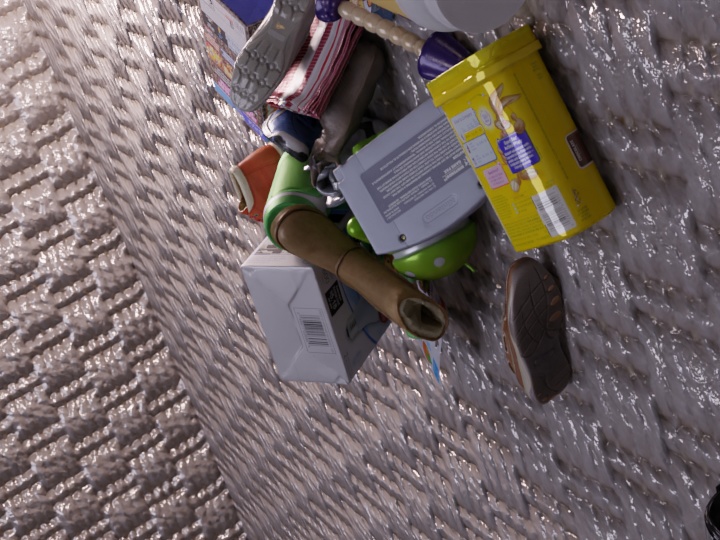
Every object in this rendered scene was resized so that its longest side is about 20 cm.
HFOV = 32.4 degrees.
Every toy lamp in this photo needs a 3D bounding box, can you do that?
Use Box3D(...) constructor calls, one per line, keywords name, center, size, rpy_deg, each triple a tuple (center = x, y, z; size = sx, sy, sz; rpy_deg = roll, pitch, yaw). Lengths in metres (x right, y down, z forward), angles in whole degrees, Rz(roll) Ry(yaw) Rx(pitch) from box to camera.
Box3D(name="toy lamp", center=(0.039, -0.263, 1.380), size=(0.199, 0.058, 0.059), rpy_deg=(34, 149, 27))

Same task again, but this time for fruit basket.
Box3D(name="fruit basket", center=(0.064, 0.030, 1.654), size=(0.187, 0.092, 0.202), rpy_deg=(87, 168, -50))

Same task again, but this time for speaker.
Box3D(name="speaker", center=(-0.083, -0.106, 1.710), size=(0.201, 0.087, 0.089), rpy_deg=(-81, -24, -60))

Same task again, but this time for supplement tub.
Box3D(name="supplement tub", center=(0.062, -0.312, 1.176), size=(0.200, 0.144, 0.147), rpy_deg=(39, 150, 49))

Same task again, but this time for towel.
Box3D(name="towel", center=(-0.062, -0.269, 1.568), size=(0.023, 0.146, 0.200), rpy_deg=(26, -179, -26))

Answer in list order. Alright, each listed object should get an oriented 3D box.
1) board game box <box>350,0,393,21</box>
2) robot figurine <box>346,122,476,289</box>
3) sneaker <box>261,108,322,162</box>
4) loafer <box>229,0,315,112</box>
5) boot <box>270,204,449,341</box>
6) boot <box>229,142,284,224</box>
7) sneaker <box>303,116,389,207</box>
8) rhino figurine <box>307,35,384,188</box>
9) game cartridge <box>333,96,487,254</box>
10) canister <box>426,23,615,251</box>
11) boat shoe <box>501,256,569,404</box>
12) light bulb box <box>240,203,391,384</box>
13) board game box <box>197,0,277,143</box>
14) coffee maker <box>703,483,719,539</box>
Box3D(name="board game box", center=(-0.006, -0.389, 1.407), size=(0.136, 0.034, 0.201), rpy_deg=(52, 158, 26))
Box3D(name="robot figurine", center=(0.068, -0.078, 1.506), size=(0.174, 0.115, 0.202), rpy_deg=(-22, 96, 39))
Box3D(name="sneaker", center=(-0.078, -0.208, 1.645), size=(0.075, 0.077, 0.201), rpy_deg=(34, -156, -14))
Box3D(name="loafer", center=(-0.103, -0.294, 1.585), size=(0.069, 0.201, 0.070), rpy_deg=(34, -166, 8))
Box3D(name="boot", center=(0.000, 0.000, 1.535), size=(0.174, 0.067, 0.200), rpy_deg=(23, -169, -43))
Box3D(name="boot", center=(-0.131, -0.090, 1.860), size=(0.075, 0.106, 0.202), rpy_deg=(27, 141, 55))
Box3D(name="sneaker", center=(-0.031, -0.149, 1.652), size=(0.076, 0.115, 0.199), rpy_deg=(58, 162, -22))
Box3D(name="rhino figurine", center=(-0.026, -0.199, 1.543), size=(0.087, 0.059, 0.203), rpy_deg=(32, 103, 61))
Box3D(name="game cartridge", center=(0.074, -0.109, 1.406), size=(0.199, 0.041, 0.134), rpy_deg=(-33, 88, 27))
Box3D(name="canister", center=(0.162, -0.128, 1.256), size=(0.202, 0.086, 0.148), rpy_deg=(62, 160, -4))
Box3D(name="boat shoe", center=(0.193, 0.067, 1.453), size=(0.072, 0.075, 0.202), rpy_deg=(41, 150, 49))
Box3D(name="light bulb box", center=(-0.048, 0.022, 1.765), size=(0.123, 0.200, 0.201), rpy_deg=(1, 124, 30))
Box3D(name="board game box", center=(-0.145, -0.317, 1.757), size=(0.160, 0.096, 0.202), rpy_deg=(46, 155, 37))
Box3D(name="coffee maker", center=(0.412, 0.318, 1.189), size=(0.190, 0.135, 0.202), rpy_deg=(22, 142, 26))
